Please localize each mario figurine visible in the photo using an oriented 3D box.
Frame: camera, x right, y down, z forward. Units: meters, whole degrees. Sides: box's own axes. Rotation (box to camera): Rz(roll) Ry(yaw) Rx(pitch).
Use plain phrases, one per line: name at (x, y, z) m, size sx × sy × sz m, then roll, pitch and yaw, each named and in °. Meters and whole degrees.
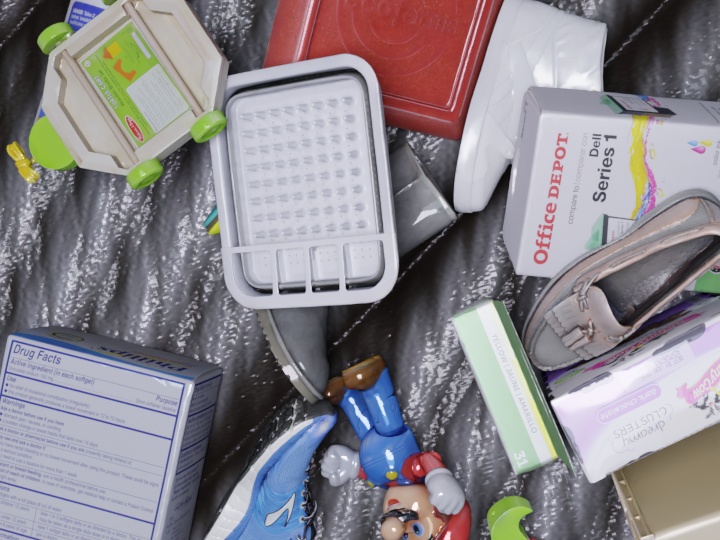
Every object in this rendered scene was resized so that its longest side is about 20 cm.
mario figurine at (0.024, 0.183, 0.928) m, size 0.105 × 0.123 × 0.201 m, roll -29°, pitch 82°, yaw -5°

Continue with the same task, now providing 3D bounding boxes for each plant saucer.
plant saucer at (0.030, -0.225, 0.902) m, size 0.198 × 0.037 × 0.201 m, roll 11°, pitch 107°, yaw -15°

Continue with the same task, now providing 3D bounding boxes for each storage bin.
storage bin at (0.313, 0.175, 0.847) m, size 0.199 × 0.199 × 0.094 m, roll -22°, pitch 105°, yaw 8°

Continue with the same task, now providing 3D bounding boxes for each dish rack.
dish rack at (-0.044, -0.072, 0.882) m, size 0.170 × 0.043 × 0.202 m, roll -4°, pitch 95°, yaw 29°

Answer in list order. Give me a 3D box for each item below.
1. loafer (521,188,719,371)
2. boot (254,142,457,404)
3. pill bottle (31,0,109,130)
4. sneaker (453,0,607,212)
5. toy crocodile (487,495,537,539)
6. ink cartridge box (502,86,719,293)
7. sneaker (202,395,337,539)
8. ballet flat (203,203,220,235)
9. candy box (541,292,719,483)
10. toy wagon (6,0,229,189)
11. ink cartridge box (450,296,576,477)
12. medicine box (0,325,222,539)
loafer at (0.208, 0.016, 0.830) m, size 0.072 × 0.063 × 0.200 m, roll 41°, pitch 111°, yaw -16°
boot at (0.000, 0.000, 0.936) m, size 0.199 × 0.073 × 0.183 m, roll -27°, pitch 63°, yaw 4°
pill bottle at (-0.223, -0.197, 0.962) m, size 0.111 × 0.112 × 0.201 m, roll 19°, pitch 94°, yaw 8°
sneaker at (0.157, -0.137, 0.925) m, size 0.115 × 0.074 × 0.202 m, roll 17°, pitch 92°, yaw 11°
toy crocodile at (0.172, 0.296, 0.930) m, size 0.062 × 0.067 × 0.201 m, roll -33°, pitch 86°, yaw 7°
ink cartridge box at (0.230, -0.067, 0.873) m, size 0.198 × 0.084 × 0.146 m, roll 5°, pitch 114°, yaw -1°
sneaker at (-0.069, 0.201, 0.960) m, size 0.089 × 0.079 × 0.201 m, roll 29°, pitch 113°, yaw -5°
ballet flat at (-0.065, -0.100, 0.967) m, size 0.067 × 0.067 × 0.201 m, roll 36°, pitch 94°, yaw -11°
candy box at (0.240, 0.088, 0.851) m, size 0.167 × 0.200 × 0.072 m, roll -27°, pitch 87°, yaw 7°
toy wagon at (-0.211, -0.146, 0.884) m, size 0.199 × 0.040 × 0.156 m, roll -35°, pitch 85°, yaw 9°
ink cartridge box at (0.122, 0.097, 0.868) m, size 0.048 × 0.200 × 0.146 m, roll -23°, pitch 88°, yaw 6°
medicine box at (-0.244, 0.171, 0.973) m, size 0.181 × 0.103 × 0.202 m, roll 13°, pitch 92°, yaw 8°
